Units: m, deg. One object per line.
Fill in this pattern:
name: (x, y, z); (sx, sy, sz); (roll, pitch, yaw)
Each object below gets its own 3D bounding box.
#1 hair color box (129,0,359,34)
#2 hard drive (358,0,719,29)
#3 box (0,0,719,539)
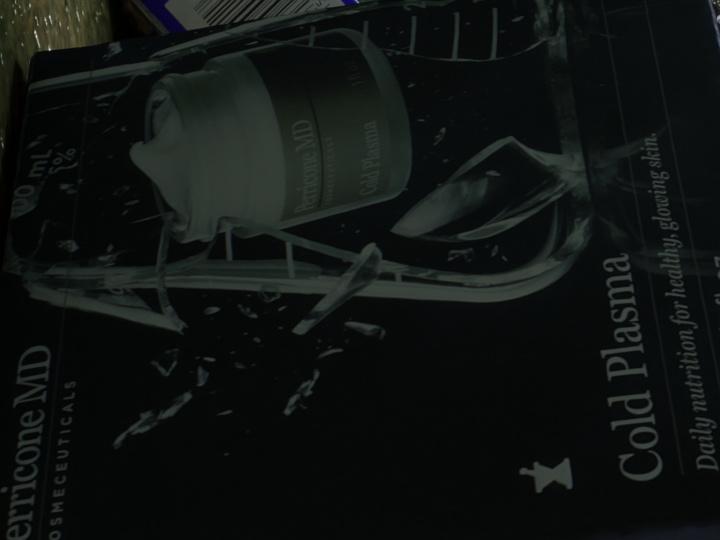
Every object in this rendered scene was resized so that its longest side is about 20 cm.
hair color box: (-0.021, -0.069, 0.811); (0.109, 0.065, 0.200); (48, 0, 14)
hard drive: (0.077, -0.103, 0.934); (0.200, 0.139, 0.038); (46, -20, 34)
box: (0.012, 0.033, 0.547); (0.201, 0.195, 0.125); (-93, 171, -45)
